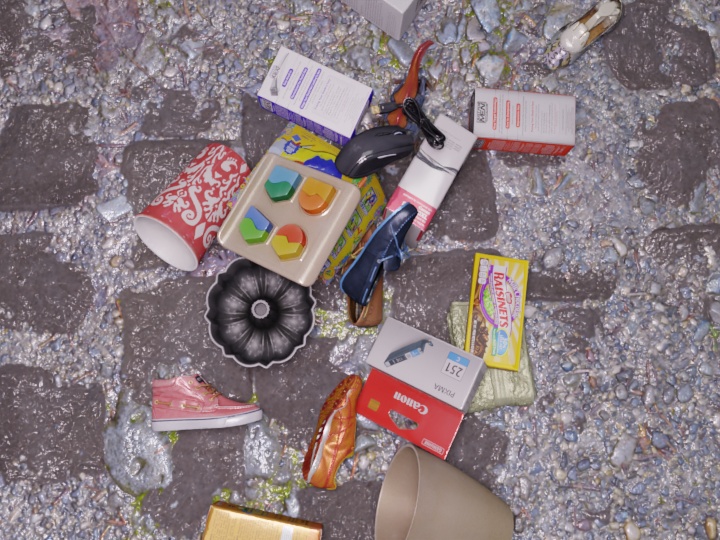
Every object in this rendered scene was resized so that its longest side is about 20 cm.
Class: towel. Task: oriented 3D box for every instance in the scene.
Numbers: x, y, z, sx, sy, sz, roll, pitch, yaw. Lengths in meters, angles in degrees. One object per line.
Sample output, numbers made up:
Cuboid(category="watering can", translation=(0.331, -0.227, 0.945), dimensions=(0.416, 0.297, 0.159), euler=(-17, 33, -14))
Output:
Cuboid(category="towel", translation=(0.238, 0.150, 1.285), dimensions=(0.145, 0.037, 0.205), euler=(-7, 80, -2))

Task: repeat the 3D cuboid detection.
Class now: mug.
Cuboid(category="mug", translation=(-0.306, -0.127, 1.259), dimensions=(0.175, 0.135, 0.202), euler=(21, 59, 21))

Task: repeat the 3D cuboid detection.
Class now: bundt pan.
Cuboid(category="bundt pan", translation=(-0.175, 0.075, 1.264), dimensions=(0.197, 0.076, 0.207), euler=(0, 78, -2))

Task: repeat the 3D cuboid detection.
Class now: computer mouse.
Cuboid(category="computer mouse", translation=(0.035, -0.239, 1.198), dimensions=(0.196, 0.046, 0.142), euler=(-21, 56, -12))

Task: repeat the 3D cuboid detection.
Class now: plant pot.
Cuboid(category="plant pot", translation=(0.147, 0.412, 1.174), dimensions=(0.196, 0.187, 0.191), euler=(19, 79, -12))

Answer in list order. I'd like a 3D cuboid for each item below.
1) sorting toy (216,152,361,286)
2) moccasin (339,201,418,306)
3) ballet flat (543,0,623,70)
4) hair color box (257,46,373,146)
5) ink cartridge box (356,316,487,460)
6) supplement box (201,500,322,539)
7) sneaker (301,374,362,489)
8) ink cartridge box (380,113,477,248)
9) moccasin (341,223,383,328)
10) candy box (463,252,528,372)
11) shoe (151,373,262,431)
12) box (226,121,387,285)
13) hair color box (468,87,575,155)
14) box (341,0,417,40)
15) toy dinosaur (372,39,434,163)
Cuboid(category="sorting toy", translation=(-0.122, -0.092, 1.162), dimensions=(0.197, 0.037, 0.187), euler=(24, 77, 24))
Cuboid(category="moccasin", translation=(0.044, -0.025, 1.192), dimensions=(0.068, 0.080, 0.201), euler=(45, 122, 16))
Cuboid(category="ballet flat", translation=(0.443, -0.477, 1.394), dimensions=(0.199, 0.072, 0.072), euler=(-39, 83, -8))
Cuboid(category="hair color box", translation=(-0.086, -0.331, 1.351), dimensions=(0.197, 0.065, 0.111), euler=(26, 80, 1))
Cuboid(category="ink cartridge box", translation=(0.096, 0.201, 1.229), dimensions=(0.197, 0.045, 0.179), euler=(22, 78, 27))
Cuboid(category="supplement box", translation=(-0.165, 0.447, 1.200), dimensions=(0.195, 0.067, 0.070), euler=(11, 79, 0))
Cuboid(category="sneaker", translation=(-0.038, 0.282, 1.245), dimensions=(0.076, 0.073, 0.204), euler=(25, 83, -19))
Cuboid(category="ink cartridge box", translation=(0.122, -0.159, 1.283), dimensions=(0.083, 0.145, 0.202), euler=(30, 80, 3))
Cuboid(category="moccasin", translation=(-0.001, 0.000, 1.281), dimensions=(0.072, 0.077, 0.206), euler=(-1, 83, 37))
Cuboid(category="candy box", translation=(0.244, 0.074, 1.271), dimensions=(0.100, 0.026, 0.205), euler=(8, 75, 0))
Cuboid(category="shoe", translation=(-0.271, 0.226, 1.235), dimensions=(0.195, 0.071, 0.093), euler=(-4, 85, 2))
Cuboid(category="box", translation=(-0.091, -0.119, 1.253), dimensions=(0.198, 0.122, 0.194), euler=(32, 80, 25))
Cuboid(category="hair color box", translation=(0.309, -0.285, 1.357), dimensions=(0.195, 0.061, 0.104), euler=(5, 79, -2))
Cuboid(category="box", translation=(0.041, -0.586, 1.381), dimensions=(0.198, 0.106, 0.153), euler=(36, 81, 5))
Cuboid(category="toy dinosaur", translation=(0.063, -0.300, 1.313), dimensions=(0.103, 0.203, 0.183), euler=(14, 46, 16))
